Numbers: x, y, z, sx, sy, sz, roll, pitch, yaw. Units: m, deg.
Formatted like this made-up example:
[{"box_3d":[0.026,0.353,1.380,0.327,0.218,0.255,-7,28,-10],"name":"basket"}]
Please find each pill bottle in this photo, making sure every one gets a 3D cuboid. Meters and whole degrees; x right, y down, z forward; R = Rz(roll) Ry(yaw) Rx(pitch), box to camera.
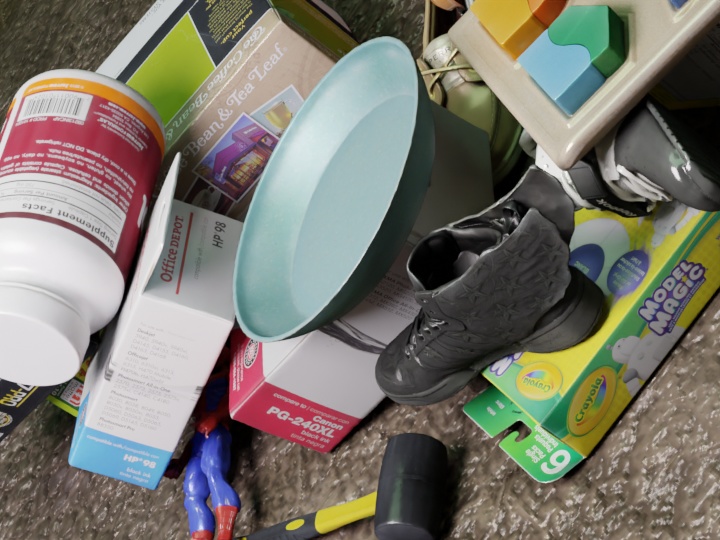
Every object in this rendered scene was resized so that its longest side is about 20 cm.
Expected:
[{"box_3d":[-0.205,-0.028,1.299,0.113,0.113,0.200,-23,42,39],"name":"pill bottle"}]

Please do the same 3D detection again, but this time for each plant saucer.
[{"box_3d":[-0.010,-0.043,1.168,0.200,0.036,0.200,-44,32,37],"name":"plant saucer"}]

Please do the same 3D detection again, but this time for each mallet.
[{"box_3d":[-0.020,0.165,1.213,0.200,0.041,0.066,-32,41,39],"name":"mallet"}]

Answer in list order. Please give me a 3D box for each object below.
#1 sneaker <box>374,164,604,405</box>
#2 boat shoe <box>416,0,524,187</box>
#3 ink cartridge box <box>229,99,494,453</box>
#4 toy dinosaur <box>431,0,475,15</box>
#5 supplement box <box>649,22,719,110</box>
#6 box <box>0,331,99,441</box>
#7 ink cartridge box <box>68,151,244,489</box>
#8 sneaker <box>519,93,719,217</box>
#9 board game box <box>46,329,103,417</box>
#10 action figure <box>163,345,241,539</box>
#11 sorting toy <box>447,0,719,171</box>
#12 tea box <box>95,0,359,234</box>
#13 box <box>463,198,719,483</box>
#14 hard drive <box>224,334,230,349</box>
[{"box_3d":[0.057,0.013,1.097,0.200,0.104,0.060,-23,44,40],"name":"sneaker"},{"box_3d":[0.070,-0.139,1.337,0.074,0.066,0.200,-31,41,30],"name":"boat shoe"},{"box_3d":[0.000,0.000,1.252,0.200,0.083,0.145,-46,31,36],"name":"ink cartridge box"},{"box_3d":[0.078,-0.211,1.266,0.102,0.200,0.136,-14,46,24],"name":"toy dinosaur"},{"box_3d":[0.189,-0.171,1.176,0.200,0.109,0.110,1,61,52],"name":"supplement box"},{"box_3d":[-0.256,0.027,1.440,0.200,0.049,0.162,-42,42,43],"name":"box"},{"box_3d":[-0.130,0.035,1.301,0.116,0.067,0.200,-87,20,-54],"name":"ink cartridge box"},{"box_3d":[0.147,-0.058,1.086,0.089,0.074,0.200,-51,23,8],"name":"sneaker"},{"box_3d":[-0.238,0.031,1.529,0.102,0.048,0.200,-55,32,0],"name":"board game box"},{"box_3d":[-0.105,0.124,1.329,0.065,0.052,0.200,-55,19,37],"name":"action figure"},{"box_3d":[0.140,-0.166,1.090,0.185,0.036,0.200,-45,32,10],"name":"sorting toy"},{"box_3d":[-0.102,-0.123,1.483,0.200,0.134,0.197,-47,32,14],"name":"tea box"},{"box_3d":[0.135,0.020,1.130,0.200,0.048,0.117,-54,32,3],"name":"box"},{"box_3d":[-0.172,0.052,1.504,0.140,0.038,0.200,-50,32,7],"name":"hard drive"}]
